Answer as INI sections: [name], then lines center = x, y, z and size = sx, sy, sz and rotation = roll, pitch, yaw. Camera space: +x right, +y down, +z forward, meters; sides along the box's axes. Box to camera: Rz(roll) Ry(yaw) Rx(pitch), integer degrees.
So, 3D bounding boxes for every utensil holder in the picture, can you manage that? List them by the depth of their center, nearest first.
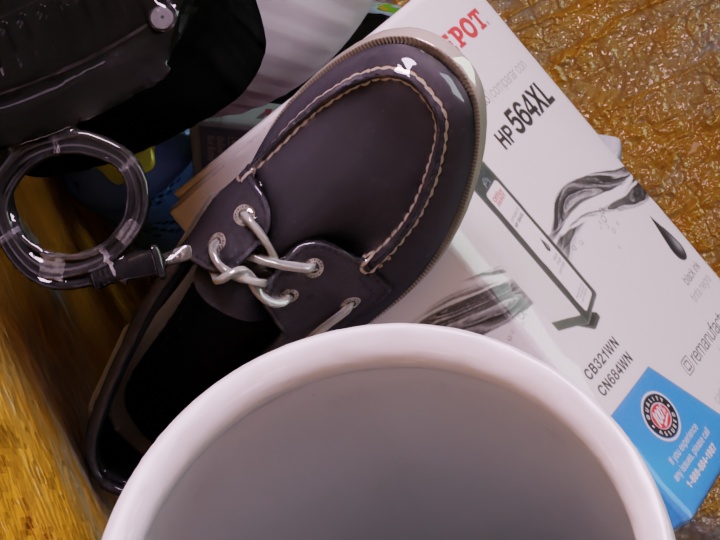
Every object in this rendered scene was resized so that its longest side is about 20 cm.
[utensil holder]
center = 0.022, 0.137, 0.844
size = 0.200, 0.169, 0.170
rotation = 69, -2, -60

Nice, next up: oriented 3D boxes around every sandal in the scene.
[sandal]
center = -0.093, -0.045, 1.257
size = 0.200, 0.079, 0.087
rotation = -86, 156, -83

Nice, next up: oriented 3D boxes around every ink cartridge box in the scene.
[ink cartridge box]
center = 0.047, 0.005, 1.006
size = 0.200, 0.084, 0.146
rotation = 50, 32, -3

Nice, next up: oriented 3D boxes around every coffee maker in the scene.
[coffee maker]
center = -0.107, -0.086, 0.932
size = 0.200, 0.134, 0.193
rotation = 34, 57, -84

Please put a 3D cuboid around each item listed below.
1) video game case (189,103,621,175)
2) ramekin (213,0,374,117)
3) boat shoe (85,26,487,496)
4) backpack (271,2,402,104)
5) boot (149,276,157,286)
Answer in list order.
[video game case]
center = 0.021, 0.018, 1.205
size = 0.023, 0.181, 0.201
rotation = -72, 165, -49
[ramekin]
center = -0.068, -0.155, 1.124
size = 0.094, 0.202, 0.203
rotation = 19, 38, -45
[boat shoe]
center = -0.028, 0.005, 0.916
size = 0.073, 0.200, 0.063
rotation = 40, 32, 0
[backpack]
center = -0.006, -0.056, 1.321
size = 0.200, 0.153, 0.164
rotation = -50, 133, -67
[boot]
center = -0.054, 0.035, 1.443
size = 0.176, 0.066, 0.200
rotation = -111, 176, -47
